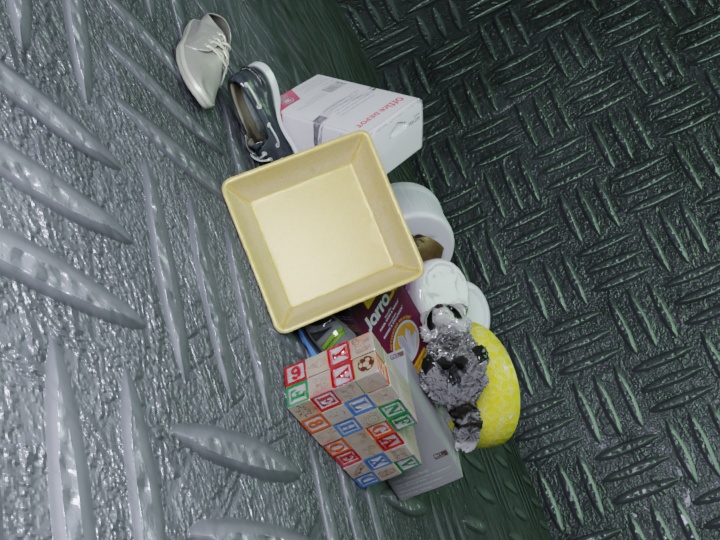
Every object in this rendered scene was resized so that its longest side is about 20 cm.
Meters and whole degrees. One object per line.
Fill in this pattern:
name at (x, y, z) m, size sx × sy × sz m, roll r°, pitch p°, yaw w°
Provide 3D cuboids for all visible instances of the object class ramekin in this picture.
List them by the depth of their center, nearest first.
ramekin at (0.078, -0.053, 1.436) m, size 0.201 × 0.199 × 0.098 m, roll 57°, pitch 2°, yaw -39°

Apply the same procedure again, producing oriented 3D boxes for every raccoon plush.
raccoon plush at (0.124, 0.143, 1.114) m, size 0.134 × 0.095 × 0.202 m, roll -95°, pitch -173°, yaw -62°

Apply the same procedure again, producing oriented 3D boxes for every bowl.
bowl at (0.141, 0.187, 1.199) m, size 0.200 × 0.107 × 0.203 m, roll 28°, pitch -57°, yaw 54°

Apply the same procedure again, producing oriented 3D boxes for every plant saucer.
plant saucer at (-0.047, -0.047, 0.964) m, size 0.048 × 0.198 × 0.202 m, roll 124°, pitch -56°, yaw -78°

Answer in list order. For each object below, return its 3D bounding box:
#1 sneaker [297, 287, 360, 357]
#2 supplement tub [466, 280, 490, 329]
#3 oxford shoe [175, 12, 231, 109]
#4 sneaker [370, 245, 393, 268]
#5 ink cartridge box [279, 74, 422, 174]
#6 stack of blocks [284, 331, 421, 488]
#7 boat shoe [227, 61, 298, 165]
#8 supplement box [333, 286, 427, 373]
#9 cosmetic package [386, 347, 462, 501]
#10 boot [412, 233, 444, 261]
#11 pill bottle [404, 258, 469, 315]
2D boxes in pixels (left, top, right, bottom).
sneaker at (-0.028, 0.093, 1.000) m, size 0.201 × 0.082 × 0.071 m, roll 66°, pitch 12°, yaw 5°
supplement tub at (0.125, 0.090, 1.386) m, size 0.121 × 0.199 × 0.124 m, roll 8°, pitch 76°, yaw -35°
oxford shoe at (-0.201, -0.284, 1.021) m, size 0.201 × 0.057 × 0.076 m, roll -98°, pitch 163°, yaw -48°
sneaker at (-0.036, -0.046, 1.061) m, size 0.202 × 0.107 × 0.067 m, roll 56°, pitch -4°, yaw 38°
ink cartridge box at (-0.025, -0.213, 1.153) m, size 0.145 × 0.198 × 0.086 m, roll -41°, pitch 138°, yaw -39°
stack of blocks at (0.007, 0.172, 0.923) m, size 0.059 × 0.114 × 0.201 m, roll -102°, pitch 164°, yaw -47°
boat shoe at (-0.141, -0.193, 1.113) m, size 0.060 × 0.075 × 0.202 m, roll -40°, pitch 122°, yaw -39°
supplement box at (0.019, 0.078, 1.128) m, size 0.111 × 0.085 × 0.201 m, roll -57°, pitch 133°, yaw -31°
cosmetic package at (0.058, 0.218, 1.092) m, size 0.201 × 0.106 × 0.091 m, roll 57°, pitch 15°, yaw -32°
boot at (0.077, -0.037, 1.329) m, size 0.073 × 0.076 × 0.199 m, roll 33°, pitch 7°, yaw 36°
pill bottle at (0.075, 0.051, 1.260) m, size 0.111 × 0.199 × 0.114 m, roll 8°, pitch 76°, yaw -33°
